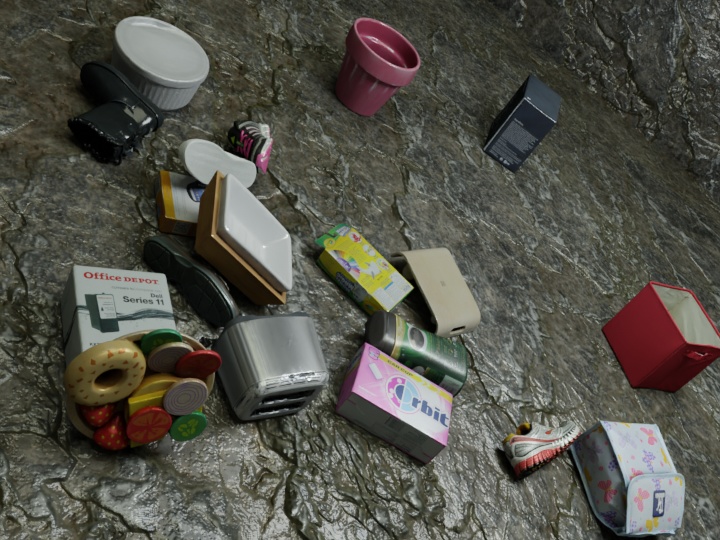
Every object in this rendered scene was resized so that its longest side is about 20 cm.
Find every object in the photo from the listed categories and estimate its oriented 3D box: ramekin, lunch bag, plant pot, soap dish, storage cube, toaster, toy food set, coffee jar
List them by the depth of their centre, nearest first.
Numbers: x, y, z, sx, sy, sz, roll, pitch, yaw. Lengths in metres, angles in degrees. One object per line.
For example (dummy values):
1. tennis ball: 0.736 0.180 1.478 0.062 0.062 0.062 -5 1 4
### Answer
1. toy food set: -0.275 0.155 0.961 0.193 0.204 0.049 -10 39 -25
2. toaster: -0.141 0.146 1.152 0.197 0.114 0.131 0 52 -41
3. soap dish: -0.199 -0.048 1.277 0.200 0.080 0.160 48 26 -40
4. coffee jar: 0.096 0.152 1.360 0.196 0.086 0.106 25 40 -17
5. lunch bag: 0.519 0.399 1.422 0.166 0.128 0.204 10 51 -28
6. ramekin: -0.414 -0.415 1.524 0.198 0.095 0.205 22 41 -19
7. toy food set: 0.155 0.043 1.556 0.141 0.060 0.203 -6 63 -43
8. storage cube: 0.721 0.161 1.785 0.167 0.181 0.203 9 44 -31
9. plant pot: 0.027 -0.506 1.908 0.196 0.180 0.203 22 40 -20

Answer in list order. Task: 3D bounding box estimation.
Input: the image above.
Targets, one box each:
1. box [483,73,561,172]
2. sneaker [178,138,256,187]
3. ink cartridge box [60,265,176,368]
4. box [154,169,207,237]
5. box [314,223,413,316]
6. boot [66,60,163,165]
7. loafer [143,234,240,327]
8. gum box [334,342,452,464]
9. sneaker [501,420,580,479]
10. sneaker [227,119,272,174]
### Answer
1. box: 0.471 -0.429 2.176 0.122 0.198 0.201 33 38 -4
2. sneaker: -0.293 -0.204 1.383 0.114 0.075 0.199 22 3 27
3. ink cartridge box: -0.339 0.099 1.062 0.144 0.084 0.203 6 46 -35
4. box: -0.274 -0.110 1.371 0.196 0.042 0.121 12 44 -34
5. box: 0.000 0.000 1.473 0.200 0.049 0.117 46 38 7
6. boot: -0.472 -0.290 1.371 0.197 0.074 0.163 37 40 -2
7. loafer: -0.267 0.008 1.231 0.199 0.072 0.063 41 31 7
8. gum box: 0.065 0.228 1.271 0.197 0.066 0.115 31 39 -9
9. sneaker: 0.341 0.313 1.401 0.197 0.078 0.083 -10 55 -44
10. sneaker: -0.228 -0.255 1.515 0.085 0.075 0.201 12 26 -17
